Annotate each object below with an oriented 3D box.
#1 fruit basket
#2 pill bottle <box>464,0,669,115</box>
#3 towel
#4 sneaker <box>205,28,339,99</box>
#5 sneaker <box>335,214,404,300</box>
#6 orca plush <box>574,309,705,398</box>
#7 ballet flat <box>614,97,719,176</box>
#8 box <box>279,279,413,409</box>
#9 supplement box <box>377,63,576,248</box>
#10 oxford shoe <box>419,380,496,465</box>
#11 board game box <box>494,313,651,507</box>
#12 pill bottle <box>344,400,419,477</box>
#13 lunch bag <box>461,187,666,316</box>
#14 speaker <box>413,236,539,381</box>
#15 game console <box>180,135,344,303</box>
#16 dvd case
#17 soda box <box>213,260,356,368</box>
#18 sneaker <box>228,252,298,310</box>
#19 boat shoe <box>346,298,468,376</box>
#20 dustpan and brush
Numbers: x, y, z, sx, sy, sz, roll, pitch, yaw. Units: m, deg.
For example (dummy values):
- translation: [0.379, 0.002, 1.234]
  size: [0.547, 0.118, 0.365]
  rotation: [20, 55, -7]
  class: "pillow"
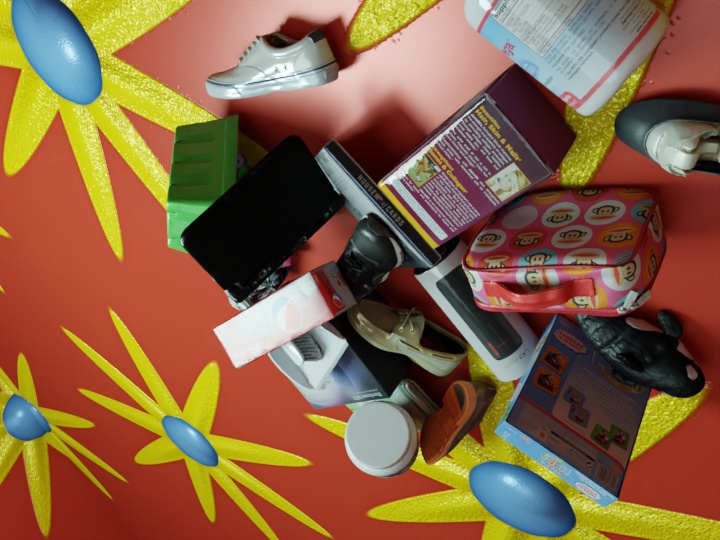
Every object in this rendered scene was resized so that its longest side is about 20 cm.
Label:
- translation: [-0.172, -0.108, 0.966]
  size: [0.215, 0.216, 0.156]
  rotation: [31, 140, 11]
  class: "fruit basket"
- translation: [0.168, -0.244, 0.610]
  size: [0.200, 0.109, 0.109]
  rotation: [39, 140, 2]
  class: "pill bottle"
- translation: [0.049, 0.235, 1.182]
  size: [0.200, 0.031, 0.149]
  rotation: [-9, 132, 45]
  class: "towel"
- translation: [-0.118, -0.266, 0.852]
  size: [0.199, 0.073, 0.071]
  rotation: [-1, 117, 27]
  class: "sneaker"
- translation: [0.000, 0.000, 0.901]
  size: [0.076, 0.088, 0.200]
  rotation: [42, 163, 11]
  class: "sneaker"
- translation: [0.323, 0.083, 0.798]
  size: [0.105, 0.071, 0.200]
  rotation: [-40, 82, 30]
  class: "orca plush"
- translation: [0.336, -0.116, 0.626]
  size: [0.199, 0.073, 0.073]
  rotation: [18, 135, 25]
  class: "ballet flat"
- translation: [-0.045, 0.110, 1.088]
  size: [0.200, 0.123, 0.199]
  rotation: [-21, 113, 47]
  class: "box"
- translation: [0.128, -0.125, 0.766]
  size: [0.110, 0.086, 0.200]
  rotation: [47, 140, -8]
  class: "supplement box"
- translation: [0.157, 0.253, 1.081]
  size: [0.200, 0.073, 0.071]
  rotation: [-63, 36, 41]
  class: "oxford shoe"
- translation: [0.272, 0.165, 0.828]
  size: [0.151, 0.200, 0.037]
  rotation: [34, 141, 8]
  class: "board game box"
- translation: [0.036, 0.268, 1.055]
  size: [0.114, 0.114, 0.200]
  rotation: [28, 167, 14]
  class: "pill bottle"
- translation: [0.217, -0.015, 0.726]
  size: [0.199, 0.176, 0.082]
  rotation: [0, 126, 38]
  class: "lunch bag"
- translation: [0.163, 0.055, 0.908]
  size: [0.200, 0.081, 0.081]
  rotation: [51, 139, -11]
  class: "speaker"
- translation: [-0.132, -0.064, 0.898]
  size: [0.116, 0.200, 0.176]
  rotation: [48, 170, -8]
  class: "game console"
- translation: [0.014, -0.082, 0.885]
  size: [0.200, 0.025, 0.150]
  rotation: [48, 172, -8]
  class: "dvd case"
- translation: [-0.106, 0.062, 0.906]
  size: [0.200, 0.063, 0.070]
  rotation: [-30, 90, 32]
  class: "soda box"
- translation: [-0.167, 0.014, 1.127]
  size: [0.075, 0.081, 0.200]
  rotation: [35, 139, 3]
  class: "sneaker"
- translation: [0.074, 0.089, 0.998]
  size: [0.200, 0.074, 0.066]
  rotation: [27, 134, -21]
  class: "boat shoe"
- translation: [-0.123, 0.083, 0.984]
  size: [0.200, 0.057, 0.140]
  rotation: [46, 134, 17]
  class: "dustpan and brush"
